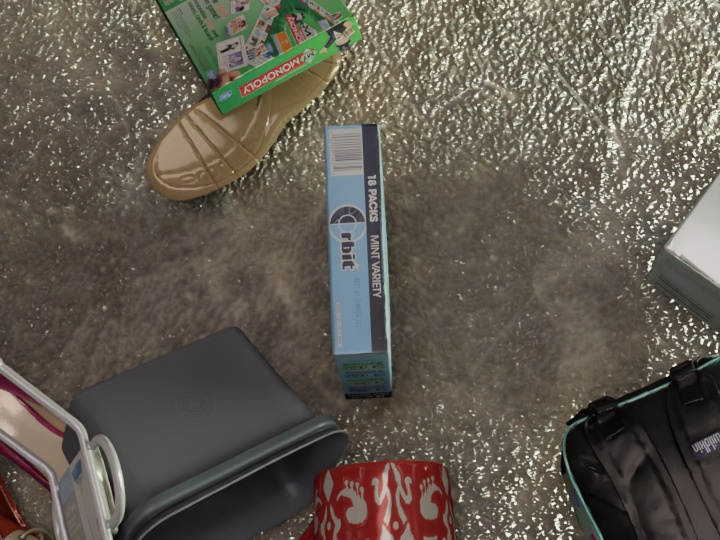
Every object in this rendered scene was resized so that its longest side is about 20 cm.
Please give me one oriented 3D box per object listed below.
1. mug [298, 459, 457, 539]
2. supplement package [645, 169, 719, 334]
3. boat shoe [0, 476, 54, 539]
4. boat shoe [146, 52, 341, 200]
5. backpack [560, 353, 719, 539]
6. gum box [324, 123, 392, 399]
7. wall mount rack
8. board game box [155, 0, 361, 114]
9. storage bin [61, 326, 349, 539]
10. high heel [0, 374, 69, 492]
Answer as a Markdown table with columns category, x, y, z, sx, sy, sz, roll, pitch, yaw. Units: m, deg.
| category | x | y | z | sx | sy | sz | roll | pitch | yaw |
| --- | --- | --- | --- | --- | --- | --- | --- | --- | --- |
| mug | 0.001 | 0.255 | 1.122 | 0.175 | 0.134 | 0.203 | -2 | 73 | -3 |
| supplement package | 0.358 | -0.006 | 1.173 | 0.199 | 0.111 | 0.156 | 37 | 81 | 10 |
| boat shoe | -0.263 | 0.242 | 1.165 | 0.062 | 0.071 | 0.202 | -27 | 82 | 15 |
| boat shoe | -0.100 | -0.132 | 1.253 | 0.200 | 0.065 | 0.072 | -45 | 99 | -10 |
| backpack | 0.256 | 0.189 | 1.110 | 0.174 | 0.154 | 0.202 | -23 | 67 | 0 |
| gum box | 0.000 | 0.000 | 1.145 | 0.044 | 0.200 | 0.172 | -3 | 77 | 2 |
| wall mount rack | -0.236 | 0.151 | 1.074 | 0.074 | 0.200 | 0.176 | -9 | 71 | -28 |
| board game box | -0.099 | -0.232 | 1.252 | 0.133 | 0.029 | 0.201 | -28 | 50 | -4 |
| storage bin | -0.133 | 0.144 | 1.147 | 0.199 | 0.146 | 0.135 | -22 | 62 | -32 |
| high heel | -0.246 | 0.141 | 1.179 | 0.199 | 0.096 | 0.068 | 37 | 81 | 11 |
